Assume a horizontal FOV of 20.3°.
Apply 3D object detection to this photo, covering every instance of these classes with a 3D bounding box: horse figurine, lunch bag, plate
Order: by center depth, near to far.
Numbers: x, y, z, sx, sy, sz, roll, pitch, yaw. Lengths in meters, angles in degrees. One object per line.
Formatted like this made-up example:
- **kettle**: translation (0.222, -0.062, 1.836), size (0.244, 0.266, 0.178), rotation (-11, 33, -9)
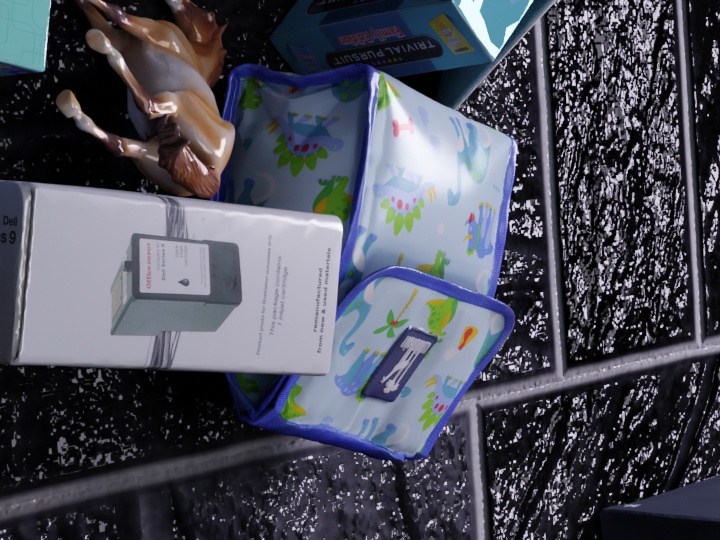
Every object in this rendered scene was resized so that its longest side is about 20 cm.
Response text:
- **horse figurine**: translation (-0.106, -0.095, 1.031), size (0.132, 0.050, 0.200), rotation (39, 20, -40)
- **lunch bag**: translation (0.000, 0.000, 1.131), size (0.170, 0.127, 0.201), rotation (20, 77, -55)
- **plate**: translation (0.102, -0.167, 1.220), size (0.026, 0.200, 0.200), rotation (41, 56, -3)

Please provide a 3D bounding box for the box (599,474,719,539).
- **box**: translation (0.279, 0.253, 1.443), size (0.196, 0.117, 0.201), rotation (-10, 96, -46)

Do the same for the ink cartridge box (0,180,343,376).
- **ink cartridge box**: translation (-0.130, 0.003, 0.989), size (0.199, 0.145, 0.085), rotation (5, 90, -46)

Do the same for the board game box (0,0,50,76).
- **board game box**: translation (-0.205, -0.157, 0.870), size (0.045, 0.199, 0.153), rotation (11, 82, -46)

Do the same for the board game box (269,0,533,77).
- **board game box**: translation (0.056, -0.195, 1.180), size (0.047, 0.151, 0.200), rotation (51, 56, -28)
